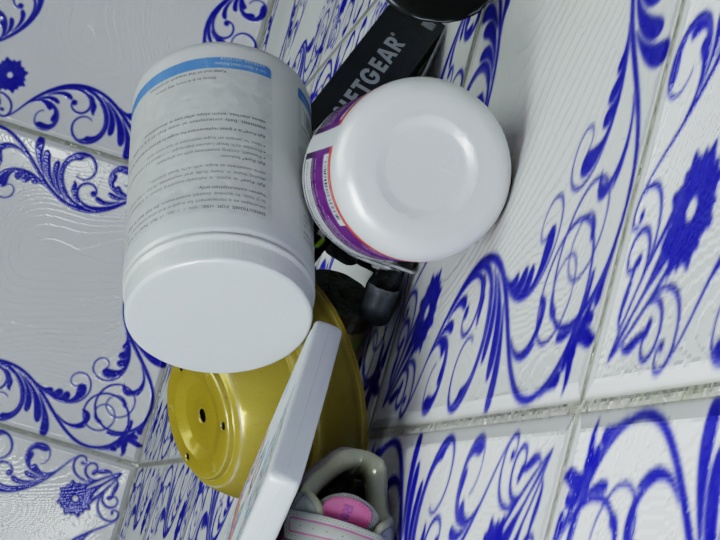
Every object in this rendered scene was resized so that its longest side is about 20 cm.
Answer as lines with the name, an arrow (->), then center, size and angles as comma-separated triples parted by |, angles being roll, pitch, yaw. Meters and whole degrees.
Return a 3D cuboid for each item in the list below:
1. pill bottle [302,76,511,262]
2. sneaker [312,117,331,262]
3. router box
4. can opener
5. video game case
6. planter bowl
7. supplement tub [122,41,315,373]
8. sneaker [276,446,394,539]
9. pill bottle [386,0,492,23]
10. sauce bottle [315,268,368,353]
pill bottle -> 0.024, -0.062, 1.249 | 0.200, 0.112, 0.113 | -174, 101, -81
sneaker -> -0.036, -0.034, 1.437 | 0.200, 0.071, 0.083 | -47, 33, 41
router box -> -0.014, -0.107, 1.570 | 0.200, 0.052, 0.158 | -56, -5, -43
can opener -> 0.000, 0.000, 1.467 | 0.200, 0.053, 0.067 | -153, 81, -82
video game case -> -0.064, 0.152, 1.228 | 0.200, 0.024, 0.183 | -74, 6, -64
planter bowl -> -0.083, 0.098, 1.387 | 0.200, 0.083, 0.202 | 21, 115, 53
supplement tub -> -0.097, -0.046, 1.332 | 0.132, 0.131, 0.201 | 117, 158, -48
sneaker -> -0.025, 0.183, 1.186 | 0.201, 0.081, 0.088 | -85, 13, -50
pill bottle -> 0.053, -0.259, 1.440 | 0.200, 0.111, 0.112 | -97, 26, -69
sauce bottle -> -0.048, 0.095, 1.552 | 0.065, 0.064, 0.201 | -87, 15, -57
